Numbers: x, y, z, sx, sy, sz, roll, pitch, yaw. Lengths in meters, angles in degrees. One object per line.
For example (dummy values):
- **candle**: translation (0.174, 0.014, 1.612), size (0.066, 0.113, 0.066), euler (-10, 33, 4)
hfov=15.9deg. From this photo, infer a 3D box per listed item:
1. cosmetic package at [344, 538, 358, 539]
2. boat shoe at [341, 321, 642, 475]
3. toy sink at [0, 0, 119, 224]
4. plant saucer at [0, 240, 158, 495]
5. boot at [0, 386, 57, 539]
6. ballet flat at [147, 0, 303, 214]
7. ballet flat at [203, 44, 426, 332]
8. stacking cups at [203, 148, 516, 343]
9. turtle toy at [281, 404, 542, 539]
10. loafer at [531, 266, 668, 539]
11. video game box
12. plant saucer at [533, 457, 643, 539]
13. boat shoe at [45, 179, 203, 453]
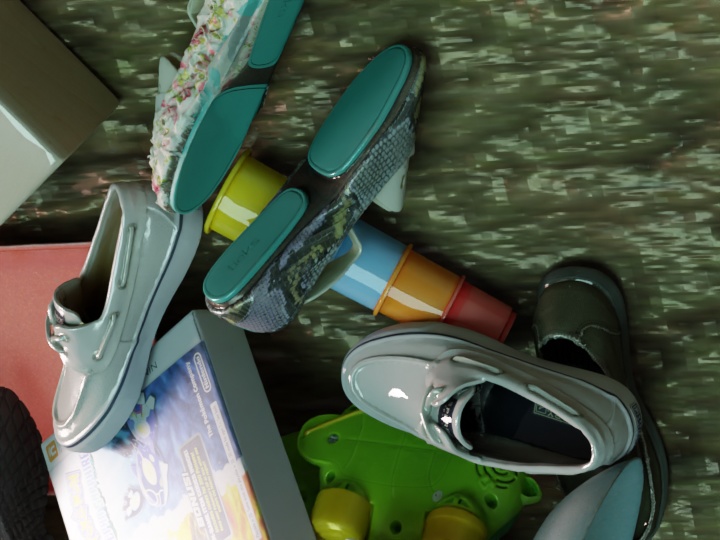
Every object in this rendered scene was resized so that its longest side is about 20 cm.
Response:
- **cosmetic package**: translation (0.033, 0.234, 1.610), size (0.107, 0.085, 0.200), euler (16, 167, 8)
- **boat shoe**: translation (0.068, 0.083, 1.553), size (0.199, 0.066, 0.072), euler (17, 112, 27)
- **toy sink**: translation (-0.273, -0.075, 1.640), size (0.130, 0.112, 0.200), euler (44, 119, -6)
- **plant saucer**: translation (-0.213, 0.062, 1.757), size (0.199, 0.037, 0.200), euler (-2, 120, 25)
- **boot**: translation (-0.281, 0.168, 1.792), size (0.131, 0.070, 0.201), euler (5, 119, 25)
- **ballet flat**: translation (-0.085, -0.131, 1.556), size (0.064, 0.075, 0.201), euler (39, 115, 26)
- **ballet flat**: translation (-0.013, -0.044, 1.559), size (0.072, 0.072, 0.201), euler (38, 93, -4)
- **stacking cups**: translation (0.000, 0.000, 1.612), size (0.199, 0.061, 0.061), euler (31, 128, 2)
- **turtle toy**: translation (0.022, 0.134, 1.653), size (0.199, 0.146, 0.101), euler (6, 144, 20)
- **loafer**: translation (0.140, 0.097, 1.608), size (0.075, 0.070, 0.201), euler (-5, 119, 25)
- **video game box**: translation (-0.116, 0.155, 1.654), size (0.182, 0.047, 0.201), euler (-42, 58, 38)
- **plant saucer**: translation (0.117, 0.200, 1.544), size (0.039, 0.201, 0.202), euler (20, 127, 15)
- **boat shoe**: translation (-0.167, 0.029, 1.633), size (0.070, 0.071, 0.201), euler (8, 123, -33)
